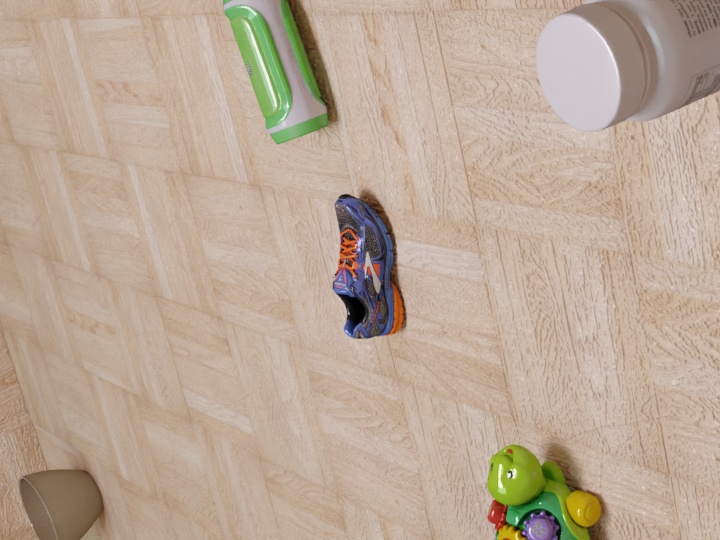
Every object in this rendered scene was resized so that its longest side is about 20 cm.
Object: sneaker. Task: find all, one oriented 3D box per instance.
[{"bbox_3d":[0.000,0.000,1.794,0.075,0.078,0.202,11,120,55],"label":"sneaker"}]

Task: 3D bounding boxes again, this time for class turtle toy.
[{"bbox_3d":[0.204,0.292,1.644,0.145,0.100,0.202,12,121,55],"label":"turtle toy"}]

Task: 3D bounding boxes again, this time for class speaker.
[{"bbox_3d":[-0.107,-0.266,1.775,0.088,0.088,0.202,-8,103,60],"label":"speaker"}]

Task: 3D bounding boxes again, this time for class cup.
[{"bbox_3d":[-0.677,0.536,3.225,0.200,0.142,0.202,39,141,39],"label":"cup"}]

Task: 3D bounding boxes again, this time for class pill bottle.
[{"bbox_3d":[0.245,-0.188,1.133,0.113,0.199,0.114,37,139,40],"label":"pill bottle"}]

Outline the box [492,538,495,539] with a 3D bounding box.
[{"bbox_3d":[0.148,0.487,1.776,0.171,0.199,0.200,46,144,27],"label":"box"}]
